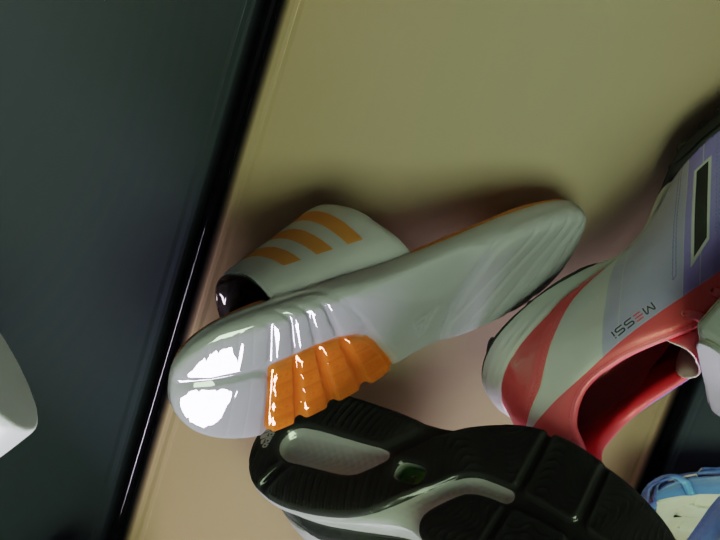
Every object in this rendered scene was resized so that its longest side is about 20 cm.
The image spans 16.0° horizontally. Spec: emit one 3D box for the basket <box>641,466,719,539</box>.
[{"bbox_3d":[0.204,0.148,1.152,0.175,0.140,0.200,3,140,-21],"label":"basket"}]

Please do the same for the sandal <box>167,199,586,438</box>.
[{"bbox_3d":[-0.001,0.005,1.048,0.206,0.059,0.079,-21,148,-32],"label":"sandal"}]

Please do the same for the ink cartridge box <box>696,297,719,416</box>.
[{"bbox_3d":[0.251,0.009,1.036,0.200,0.146,0.083,-46,154,-14],"label":"ink cartridge box"}]

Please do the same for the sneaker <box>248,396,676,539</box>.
[{"bbox_3d":[0.056,0.120,1.081,0.076,0.200,0.116,-57,145,-22],"label":"sneaker"}]

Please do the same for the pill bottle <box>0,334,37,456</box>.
[{"bbox_3d":[-0.227,0.081,0.972,0.200,0.116,0.116,-37,127,6],"label":"pill bottle"}]

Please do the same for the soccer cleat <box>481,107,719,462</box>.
[{"bbox_3d":[0.141,0.002,1.072,0.200,0.073,0.068,-43,135,1],"label":"soccer cleat"}]
